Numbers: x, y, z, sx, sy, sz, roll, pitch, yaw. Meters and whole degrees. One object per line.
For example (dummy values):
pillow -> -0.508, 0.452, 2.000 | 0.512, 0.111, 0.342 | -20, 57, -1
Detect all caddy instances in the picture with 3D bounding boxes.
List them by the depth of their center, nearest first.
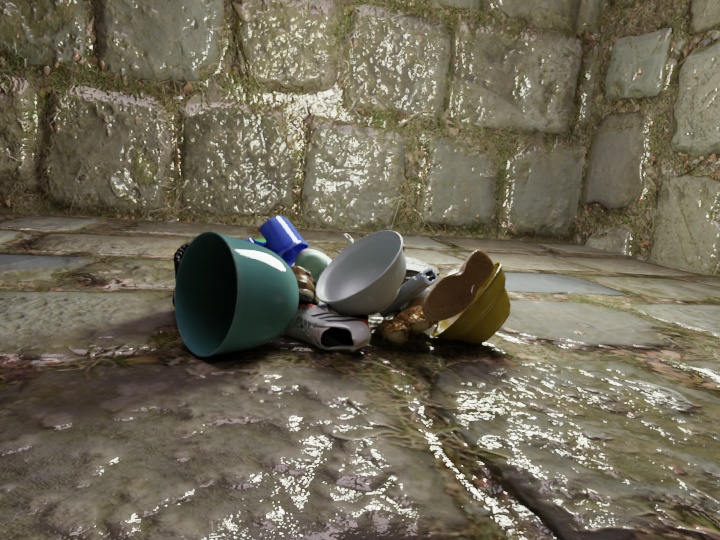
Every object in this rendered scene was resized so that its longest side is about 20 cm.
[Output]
caddy -> -0.186, -0.034, 1.231 | 0.140, 0.106, 0.200 | -38, -3, 3

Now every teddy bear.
teddy bear -> 0.106, 0.093, 1.121 | 0.144, 0.068, 0.199 | -33, -7, 34

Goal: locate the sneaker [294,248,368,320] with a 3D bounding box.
sneaker -> -0.052, 0.036, 1.200 | 0.201, 0.074, 0.118 | 46, -5, -26

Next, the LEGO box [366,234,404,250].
LEGO box -> 0.059, -0.009, 1.533 | 0.075, 0.153, 0.200 | 3, 9, -7

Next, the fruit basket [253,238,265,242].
fruit basket -> -0.300, -0.008, 1.420 | 0.211, 0.159, 0.216 | 20, 9, -3

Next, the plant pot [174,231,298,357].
plant pot -> -0.203, 0.044, 0.988 | 0.198, 0.206, 0.159 | 13, 6, 44

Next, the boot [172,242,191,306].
boot -> -0.302, -0.004, 1.200 | 0.079, 0.160, 0.210 | 41, 46, 19

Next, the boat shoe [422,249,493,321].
boat shoe -> 0.180, 0.039, 1.076 | 0.199, 0.074, 0.069 | -36, -9, -34

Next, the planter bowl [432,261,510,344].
planter bowl -> 0.240, 0.085, 1.135 | 0.083, 0.201, 0.200 | 42, 12, 1

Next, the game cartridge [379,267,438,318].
game cartridge -> 0.098, 0.048, 1.214 | 0.132, 0.041, 0.200 | -33, -5, 14

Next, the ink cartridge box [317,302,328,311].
ink cartridge box -> -0.117, 0.090, 1.212 | 0.092, 0.038, 0.200 | 4, 11, -8

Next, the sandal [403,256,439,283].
sandal -> 0.091, 0.011, 1.328 | 0.195, 0.056, 0.082 | -6, 30, -26

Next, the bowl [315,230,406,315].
bowl -> 0.016, 0.022, 1.108 | 0.198, 0.091, 0.203 | -29, 26, 15

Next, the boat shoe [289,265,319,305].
boat shoe -> -0.119, 0.031, 1.132 | 0.074, 0.076, 0.200 | -1, -7, -5

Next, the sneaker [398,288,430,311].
sneaker -> 0.129, 0.071, 1.336 | 0.195, 0.080, 0.099 | 7, 13, 20

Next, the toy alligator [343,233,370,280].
toy alligator -> 0.000, 0.000, 1.248 | 0.059, 0.055, 0.201 | 16, 29, -45

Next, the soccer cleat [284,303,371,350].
soccer cleat -> -0.076, 0.108, 1.042 | 0.195, 0.070, 0.085 | 10, 16, 21
